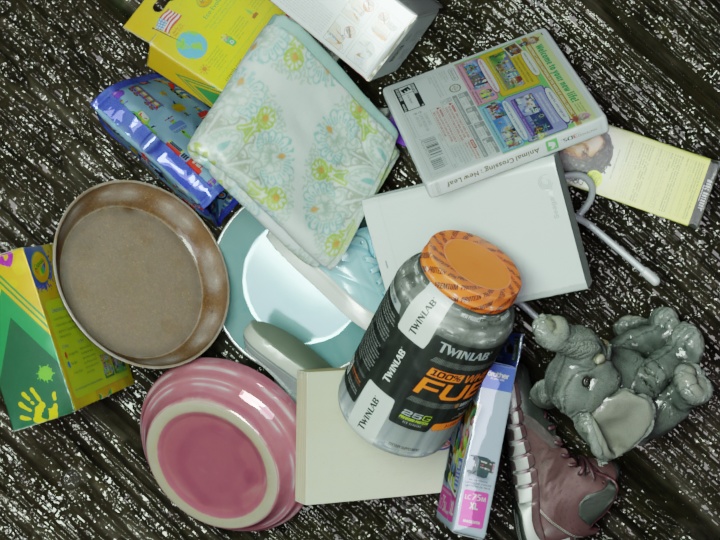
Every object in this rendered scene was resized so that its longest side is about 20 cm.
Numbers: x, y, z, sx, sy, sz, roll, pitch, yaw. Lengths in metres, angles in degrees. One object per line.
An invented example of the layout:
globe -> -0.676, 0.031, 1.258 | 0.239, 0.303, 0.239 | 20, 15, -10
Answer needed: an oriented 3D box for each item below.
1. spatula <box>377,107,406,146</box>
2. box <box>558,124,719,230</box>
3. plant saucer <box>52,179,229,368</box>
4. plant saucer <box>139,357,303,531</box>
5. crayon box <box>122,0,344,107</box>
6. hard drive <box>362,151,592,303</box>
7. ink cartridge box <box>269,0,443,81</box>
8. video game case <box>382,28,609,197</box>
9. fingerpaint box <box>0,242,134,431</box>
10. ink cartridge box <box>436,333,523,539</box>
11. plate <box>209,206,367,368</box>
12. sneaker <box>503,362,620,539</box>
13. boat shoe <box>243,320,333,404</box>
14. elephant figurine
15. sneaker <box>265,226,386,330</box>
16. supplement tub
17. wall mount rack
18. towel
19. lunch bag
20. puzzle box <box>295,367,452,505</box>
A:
spatula -> -0.004, -0.168, 1.735 | 0.198, 0.021, 0.057 | 15, 74, 9
box -> 0.259, -0.108, 1.699 | 0.198, 0.050, 0.076 | 18, 95, 4
plant saucer -> -0.225, 0.007, 1.688 | 0.034, 0.200, 0.201 | -30, 90, 49
plant saucer -> -0.143, 0.187, 1.713 | 0.199, 0.051, 0.202 | 10, 119, 19
crayon box -> -0.127, -0.229, 1.707 | 0.199, 0.051, 0.127 | 34, 67, 3
hard drive -> 0.111, -0.028, 1.617 | 0.198, 0.026, 0.133 | -12, 101, 22
ink cartridge box -> -0.027, -0.287, 1.664 | 0.200, 0.176, 0.084 | 39, 106, 3
video game case -> 0.128, -0.157, 1.638 | 0.181, 0.200, 0.022 | -21, 125, 0
fingerpaint box -> -0.313, 0.060, 1.691 | 0.073, 0.200, 0.168 | -17, 92, 10
ink cartridge box -> 0.117, 0.157, 1.663 | 0.042, 0.119, 0.202 | 13, 88, -5
plate -> -0.059, 0.010, 1.751 | 0.198, 0.026, 0.202 | 0, 94, 6
sneaker -> 0.206, 0.184, 1.717 | 0.114, 0.076, 0.202 | -9, 99, -2
boat shoe -> -0.052, 0.131, 1.714 | 0.200, 0.070, 0.072 | 39, 103, -19
elephant figurine -> 0.230, 0.110, 1.630 | 0.199, 0.141, 0.157 | -11, 87, -30
sneaker -> 0.000, 0.000, 1.695 | 0.200, 0.074, 0.082 | 40, 99, 2
supplement tub -> 0.067, 0.068, 1.579 | 0.122, 0.123, 0.201 | 29, 123, 4
wall mount rack -> 0.194, 0.005, 1.689 | 0.173, 0.075, 0.200 | 23, 118, -33
towel -> -0.057, -0.122, 1.630 | 0.200, 0.048, 0.172 | 44, 61, -29
lunch bag -> -0.183, -0.125, 1.668 | 0.150, 0.200, 0.094 | 44, 96, 3
puzzle box -> 0.027, 0.163, 1.696 | 0.198, 0.025, 0.134 | 0, 93, -29
